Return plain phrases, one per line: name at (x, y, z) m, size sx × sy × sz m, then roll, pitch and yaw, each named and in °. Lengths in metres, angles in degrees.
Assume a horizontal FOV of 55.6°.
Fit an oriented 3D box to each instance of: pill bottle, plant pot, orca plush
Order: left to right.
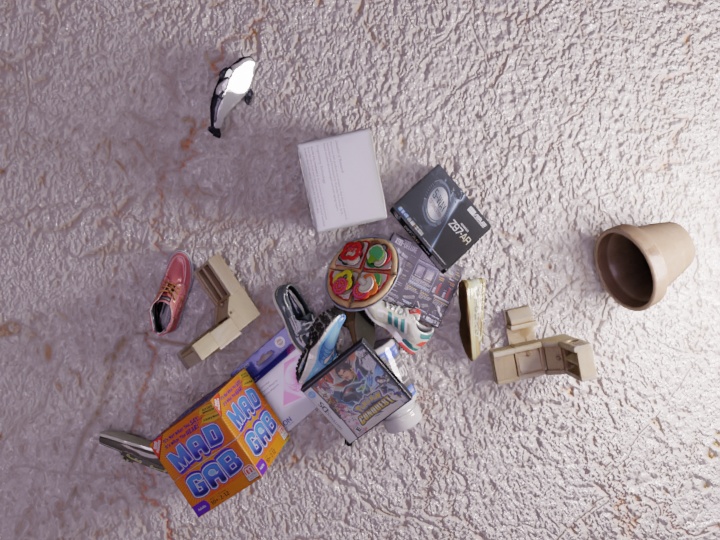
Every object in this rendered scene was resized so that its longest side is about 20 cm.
orca plush at (-0.318, -0.418, 1.629) m, size 0.104 × 0.070 × 0.206 m, roll 10°, pitch 101°, yaw -45°
pill bottle at (0.068, 0.276, 1.633) m, size 0.111 × 0.114 × 0.205 m, roll -24°, pitch 94°, yaw 2°
plant pot at (0.674, -0.032, 1.587) m, size 0.171 × 0.200 × 0.205 m, roll -22°, pitch 94°, yaw -15°

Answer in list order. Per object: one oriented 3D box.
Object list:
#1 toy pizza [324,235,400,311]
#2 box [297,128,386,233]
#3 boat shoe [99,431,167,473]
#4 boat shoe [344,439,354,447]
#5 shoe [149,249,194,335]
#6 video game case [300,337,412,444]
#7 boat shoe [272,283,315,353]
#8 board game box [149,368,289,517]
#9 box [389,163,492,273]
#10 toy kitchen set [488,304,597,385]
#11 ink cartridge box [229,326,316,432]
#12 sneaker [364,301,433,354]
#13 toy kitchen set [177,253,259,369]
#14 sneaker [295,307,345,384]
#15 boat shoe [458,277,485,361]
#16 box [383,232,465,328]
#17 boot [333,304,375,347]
toy pizza at (0.000, 0.000, 1.596) m, size 0.195 × 0.032 × 0.205 m, roll -15°, pitch 54°, yaw 20°
box at (-0.039, -0.202, 1.561) m, size 0.166 × 0.199 × 0.206 m, roll -13°, pitch 95°, yaw 1°
boat shoe at (-0.548, 0.442, 1.668) m, size 0.196 × 0.072 × 0.062 m, roll 17°, pitch 89°, yaw -5°
boat shoe at (-0.042, 0.330, 1.645) m, size 0.064 × 0.075 × 0.206 m, roll -1°, pitch 108°, yaw -9°
shoe at (-0.451, 0.054, 1.632) m, size 0.069 × 0.091 × 0.206 m, roll 13°, pitch 94°, yaw -1°
video game case at (-0.010, 0.279, 1.563) m, size 0.199 × 0.026 × 0.181 m, roll -38°, pitch 101°, yaw 19°
boat shoe at (-0.140, 0.123, 1.637) m, size 0.061 × 0.072 × 0.203 m, roll -29°, pitch 92°, yaw 47°
board game box at (-0.319, 0.393, 1.578) m, size 0.198 × 0.200 × 0.202 m, roll -34°, pitch 93°, yaw 17°
box at (0.190, -0.122, 1.615) m, size 0.159 × 0.044 × 0.201 m, roll -40°, pitch 87°, yaw -11°
toy kitchen set at (0.412, 0.175, 1.592) m, size 0.194 × 0.180 × 0.168 m, roll -12°, pitch 93°, yaw -3°
ink cartridge box at (-0.193, 0.277, 1.672) m, size 0.195 × 0.043 × 0.201 m, roll -39°, pitch 94°, yaw 3°
sneaker at (0.091, 0.104, 1.606) m, size 0.093 × 0.071 × 0.199 m, roll -40°, pitch 106°, yaw 23°
toy kitchen set at (-0.385, 0.110, 1.606) m, size 0.162 × 0.199 × 0.183 m, roll -30°, pitch 97°, yaw 44°
sneaker at (-0.080, 0.182, 1.604) m, size 0.088 × 0.079 × 0.204 m, roll 20°, pitch 107°, yaw -22°
boat shoe at (0.275, 0.119, 1.634) m, size 0.061 × 0.073 × 0.206 m, roll -10°, pitch 111°, yaw -13°
box at (0.132, 0.023, 1.649) m, size 0.196 × 0.050 × 0.161 m, roll 25°, pitch 93°, yaw -2°
boot at (-0.017, 0.119, 1.613) m, size 0.074 × 0.073 × 0.205 m, roll -30°, pitch 54°, yaw 29°
